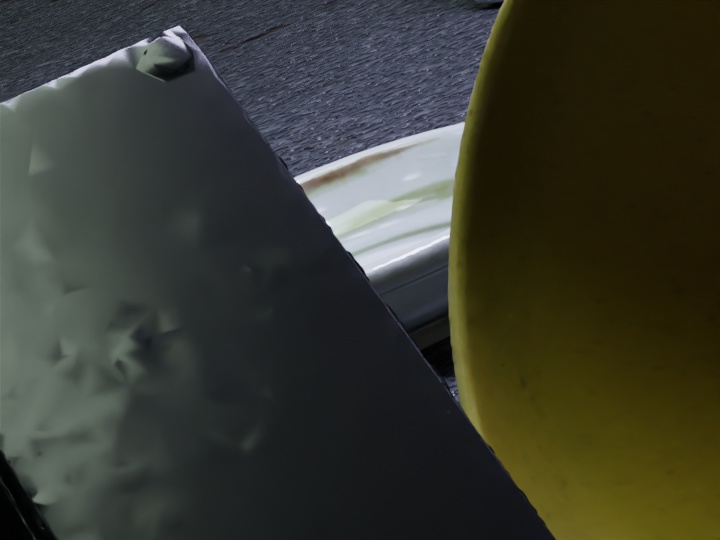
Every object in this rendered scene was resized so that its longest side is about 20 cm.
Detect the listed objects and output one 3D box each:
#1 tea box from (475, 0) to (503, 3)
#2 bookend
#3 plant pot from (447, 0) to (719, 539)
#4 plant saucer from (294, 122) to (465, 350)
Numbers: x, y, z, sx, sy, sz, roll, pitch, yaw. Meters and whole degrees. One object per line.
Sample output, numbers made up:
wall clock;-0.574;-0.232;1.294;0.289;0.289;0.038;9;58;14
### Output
tea box;0.168;-0.251;1.655;0.196;0.134;0.200;-27;15;-25
bookend;-0.032;0.087;0.687;0.092;0.199;0.201;-25;-30;-19
plant pot;0.133;-0.001;0.689;0.141;0.202;0.200;2;0;-31
plant saucer;0.000;0.000;1.118;0.199;0.051;0.200;-20;14;5
